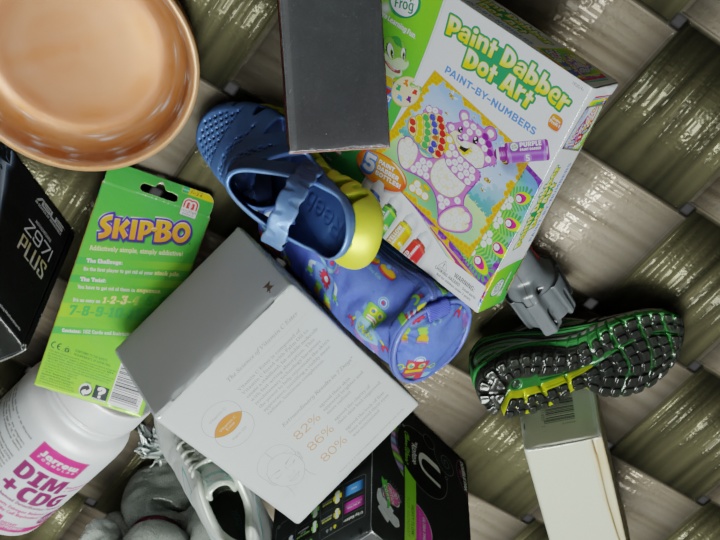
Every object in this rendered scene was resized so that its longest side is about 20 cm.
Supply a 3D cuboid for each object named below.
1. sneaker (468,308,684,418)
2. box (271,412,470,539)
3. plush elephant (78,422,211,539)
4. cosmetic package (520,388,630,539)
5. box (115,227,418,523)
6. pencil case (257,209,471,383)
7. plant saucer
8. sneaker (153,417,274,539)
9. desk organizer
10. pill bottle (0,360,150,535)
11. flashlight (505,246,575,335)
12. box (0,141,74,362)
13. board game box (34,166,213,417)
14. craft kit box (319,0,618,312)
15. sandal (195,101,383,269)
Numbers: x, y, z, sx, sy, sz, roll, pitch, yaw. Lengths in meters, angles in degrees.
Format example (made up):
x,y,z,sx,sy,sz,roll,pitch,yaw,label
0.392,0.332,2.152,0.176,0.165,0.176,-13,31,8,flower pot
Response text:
x,y,z,sx,sy,sz,roll,pitch,yaw,label
0.189,0.064,1.138,0.200,0.085,0.078,-9,119,-8,sneaker
0.011,0.232,1.188,0.124,0.200,0.149,-34,118,22,box
-0.187,0.269,1.256,0.164,0.155,0.200,-8,126,9,plush elephant
0.203,0.199,1.214,0.073,0.104,0.200,-12,125,12,cosmetic package
-0.076,0.091,1.093,0.152,0.106,0.200,-44,130,-1,box
0.000,0.000,1.032,0.078,0.200,0.087,-25,141,-29,pencil case
-0.223,-0.171,1.014,0.200,0.037,0.200,2,127,3,plant saucer
-0.132,0.183,1.180,0.070,0.200,0.080,-29,154,-10,sneaker
-0.025,-0.186,0.921,0.072,0.077,0.200,-4,97,-6,desk organizer
-0.286,0.151,1.203,0.113,0.113,0.200,37,120,-21,pill bottle
0.114,-0.038,1.075,0.068,0.068,0.200,-47,124,-13,flashlight
-0.335,-0.042,1.036,0.086,0.164,0.200,-21,121,18,box
-0.200,0.016,1.103,0.095,0.030,0.200,19,94,-10,board game box
0.063,-0.105,0.962,0.200,0.048,0.198,38,121,24,craft kit box
-0.070,-0.072,0.990,0.087,0.200,0.080,-2,120,-44,sandal
